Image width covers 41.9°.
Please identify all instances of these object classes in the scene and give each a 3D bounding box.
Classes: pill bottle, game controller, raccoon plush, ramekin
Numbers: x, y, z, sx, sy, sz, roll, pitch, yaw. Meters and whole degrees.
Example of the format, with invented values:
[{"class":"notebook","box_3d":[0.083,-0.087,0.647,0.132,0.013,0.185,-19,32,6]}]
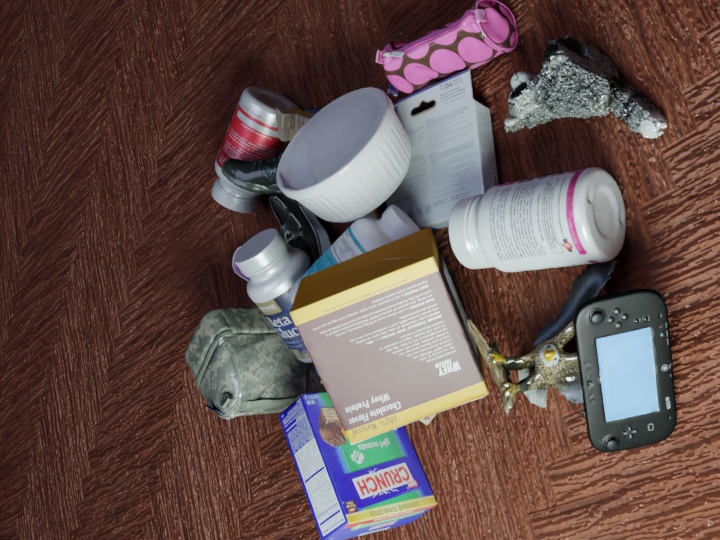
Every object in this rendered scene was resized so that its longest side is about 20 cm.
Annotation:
[{"class":"pill bottle","box_3d":[0.216,-0.058,1.174,0.199,0.113,0.114,-7,83,41]},{"class":"pill bottle","box_3d":[-0.185,-0.206,1.634,0.112,0.112,0.201,46,120,38]},{"class":"pill bottle","box_3d":[-0.107,0.037,1.461,0.111,0.111,0.200,-8,125,47]},{"class":"pill bottle","box_3d":[0.000,0.000,1.349,0.200,0.111,0.111,-45,55,14]},{"class":"game controller","box_3d":[0.299,0.114,1.061,0.104,0.042,0.201,-9,114,10]},{"class":"raccoon plush","box_3d":[0.262,-0.192,1.166,0.200,0.096,0.134,58,135,32]},{"class":"ramekin","box_3d":[-0.017,-0.158,1.352,0.202,0.094,0.203,-28,36,23]}]

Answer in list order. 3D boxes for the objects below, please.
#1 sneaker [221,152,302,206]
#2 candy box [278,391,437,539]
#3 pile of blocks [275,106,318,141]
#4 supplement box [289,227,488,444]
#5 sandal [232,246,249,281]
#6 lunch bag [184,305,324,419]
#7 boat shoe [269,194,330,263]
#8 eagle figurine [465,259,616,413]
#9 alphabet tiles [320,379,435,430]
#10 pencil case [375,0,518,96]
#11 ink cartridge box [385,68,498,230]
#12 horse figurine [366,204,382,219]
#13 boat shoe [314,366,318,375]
[{"class":"sneaker","box_3d":[-0.132,-0.162,1.540,0.199,0.073,0.082,15,107,14]},{"class":"candy box","box_3d":[-0.005,0.276,1.369,0.077,0.168,0.201,-45,57,40]},{"class":"pile of blocks","box_3d":[-0.053,-0.216,1.513,0.199,0.082,0.063,20,118,31]},{"class":"supplement box","box_3d":[0.040,0.085,1.240,0.196,0.133,0.201,-21,106,10]},{"class":"sandal","box_3d":[-0.171,0.002,1.653,0.202,0.050,0.083,10,95,47]},{"class":"lunch bag","box_3d":[-0.168,0.159,1.531,0.168,0.199,0.140,52,124,37]},{"class":"boat shoe","box_3d":[-0.099,-0.056,1.544,0.200,0.063,0.071,-119,27,-42]},{"class":"eagle figurine","box_3d":[0.252,0.097,1.152,0.199,0.151,0.152,-27,109,9]},{"class":"alphabet tiles","box_3d":[0.042,0.130,1.329,0.167,0.199,0.006,-54,8,18]},{"class":"pencil case","box_3d":[0.119,-0.314,1.319,0.199,0.093,0.091,-17,58,44]},{"class":"ink cartridge box","box_3d":[0.110,-0.162,1.361,0.196,0.043,0.201,-14,76,48]},{"class":"horse figurine","box_3d":[0.001,-0.069,1.470,0.132,0.050,0.201,-9,79,53]},{"class":"boat shoe","box_3d":[0.007,0.084,1.432,0.201,0.072,0.072,-58,36,-2]}]
